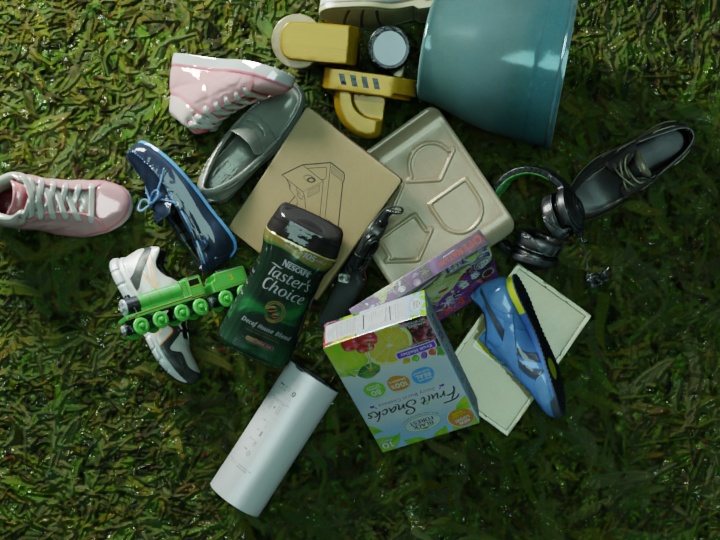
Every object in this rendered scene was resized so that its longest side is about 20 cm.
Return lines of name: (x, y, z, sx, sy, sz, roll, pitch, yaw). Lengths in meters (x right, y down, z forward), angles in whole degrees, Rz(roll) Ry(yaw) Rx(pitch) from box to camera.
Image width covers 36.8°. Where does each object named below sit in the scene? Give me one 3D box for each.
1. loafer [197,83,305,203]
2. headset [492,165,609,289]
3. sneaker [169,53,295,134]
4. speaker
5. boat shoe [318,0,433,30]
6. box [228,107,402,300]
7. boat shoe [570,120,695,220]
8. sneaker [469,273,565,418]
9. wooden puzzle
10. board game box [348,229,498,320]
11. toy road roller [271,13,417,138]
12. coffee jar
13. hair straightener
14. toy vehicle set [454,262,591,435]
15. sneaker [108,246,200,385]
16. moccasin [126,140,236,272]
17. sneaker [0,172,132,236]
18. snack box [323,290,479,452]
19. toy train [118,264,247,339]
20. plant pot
loafer: (-0.146, -0.175, 1.465, 0.070, 0.070, 0.201, 37, 88, 2)
headset: (0.248, -0.050, 1.429, 0.200, 0.094, 0.124, 44, 115, 16)
sneaker: (-0.177, -0.228, 1.445, 0.199, 0.075, 0.106, 12, 92, 31)
speaker: (-0.115, 0.223, 1.440, 0.081, 0.081, 0.201, 32, 87, 2)
boat shoe: (0.040, -0.377, 1.478, 0.198, 0.075, 0.069, -4, 79, -5)
box: (-0.063, -0.089, 1.453, 0.163, 0.021, 0.201, 38, 103, 9)
boat shoe: (0.364, -0.141, 1.458, 0.199, 0.073, 0.075, -37, 87, -1)
sneaker: (0.208, 0.106, 1.431, 0.078, 0.066, 0.202, -24, 90, 19)
wooden puzzle: (0.081, -0.088, 1.461, 0.184, 0.046, 0.201, -34, 85, 7)
board game box: (0.088, 0.034, 1.431, 0.199, 0.120, 0.032, -32, 63, -1)
toy road roller: (-0.022, -0.256, 1.447, 0.198, 0.123, 0.148, 8, 98, 0)
coffee jar: (-0.101, 0.017, 1.411, 0.103, 0.085, 0.202, 24, 99, -5)
hair straightener: (0.000, 0.000, 1.419, 0.041, 0.077, 0.201, 33, 111, 1)
toy vehicle set: (0.205, 0.106, 1.470, 0.124, 0.027, 0.201, 36, 88, 2)
sneaker: (-0.261, 0.058, 1.454, 0.079, 0.074, 0.201, -28, 88, -3)
moccasin: (-0.250, -0.086, 1.452, 0.068, 0.081, 0.200, -41, 86, -22)
sneaker: (-0.410, -0.087, 1.440, 0.198, 0.105, 0.076, 1, 86, -1)
snack box: (0.055, 0.133, 1.391, 0.141, 0.053, 0.201, -18, 125, 14)
toy train: (-0.230, 0.038, 1.424, 0.199, 0.042, 0.057, -18, 86, -37)
plant pot: (0.174, -0.273, 1.414, 0.186, 0.200, 0.202, 10, 87, 8)
